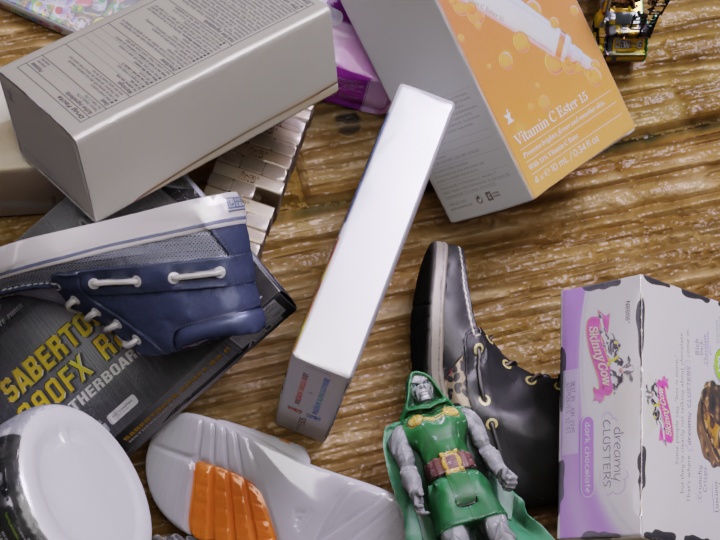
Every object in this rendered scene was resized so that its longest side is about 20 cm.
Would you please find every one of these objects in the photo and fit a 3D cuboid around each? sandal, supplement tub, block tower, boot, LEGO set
[{"bbox_3d":[-0.048,0.158,1.016,0.206,0.059,0.080,20,93,9],"label":"sandal"},{"bbox_3d":[-0.237,0.175,0.912,0.199,0.122,0.123,-30,75,23],"label":"supplement tub"},{"bbox_3d":[-0.087,-0.044,1.081,0.054,0.058,0.201,19,69,-2],"label":"block tower"},{"bbox_3d":[-0.159,0.016,0.947,0.199,0.073,0.091,-13,90,20],"label":"boot"},{"bbox_3d":[0.115,0.078,1.060,0.150,0.073,0.201,-2,76,-8],"label":"boot"},{"bbox_3d":[0.165,-0.239,1.117,0.115,0.200,0.155,-1,85,0],"label":"LEGO set"}]

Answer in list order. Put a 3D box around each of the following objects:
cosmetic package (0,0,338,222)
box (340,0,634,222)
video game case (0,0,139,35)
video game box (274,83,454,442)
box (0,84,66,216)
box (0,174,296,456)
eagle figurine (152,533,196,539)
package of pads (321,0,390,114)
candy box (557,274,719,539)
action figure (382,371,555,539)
[{"bbox_3d":[-0.123,-0.126,0.986,0.200,0.073,0.103,-31,49,-24],"label":"cosmetic package"},{"bbox_3d":[0.089,-0.156,1.073,0.124,0.097,0.201,-34,102,-34],"label":"box"},{"bbox_3d":[-0.222,-0.253,1.150,0.199,0.018,0.144,23,70,0],"label":"video game case"},{"bbox_3d":[0.000,0.000,1.012,0.047,0.182,0.201,20,69,3],"label":"video game box"},{"bbox_3d":[-0.296,-0.085,1.044,0.199,0.095,0.078,-5,73,-9],"label":"box"},{"bbox_3d":[-0.167,0.029,1.005,0.200,0.048,0.159,-40,71,-1],"label":"box"},{"bbox_3d":[-0.064,0.250,0.944,0.199,0.152,0.151,25,26,-15],"label":"eagle figurine"},{"bbox_3d":[-0.008,-0.227,1.142,0.120,0.076,0.201,17,70,-3],"label":"package of pads"},{"bbox_3d":[0.222,0.108,1.010,0.199,0.071,0.169,17,70,-40],"label":"candy box"},{"bbox_3d":[0.065,0.149,0.955,0.117,0.055,0.201,-14,54,-12],"label":"action figure"}]
